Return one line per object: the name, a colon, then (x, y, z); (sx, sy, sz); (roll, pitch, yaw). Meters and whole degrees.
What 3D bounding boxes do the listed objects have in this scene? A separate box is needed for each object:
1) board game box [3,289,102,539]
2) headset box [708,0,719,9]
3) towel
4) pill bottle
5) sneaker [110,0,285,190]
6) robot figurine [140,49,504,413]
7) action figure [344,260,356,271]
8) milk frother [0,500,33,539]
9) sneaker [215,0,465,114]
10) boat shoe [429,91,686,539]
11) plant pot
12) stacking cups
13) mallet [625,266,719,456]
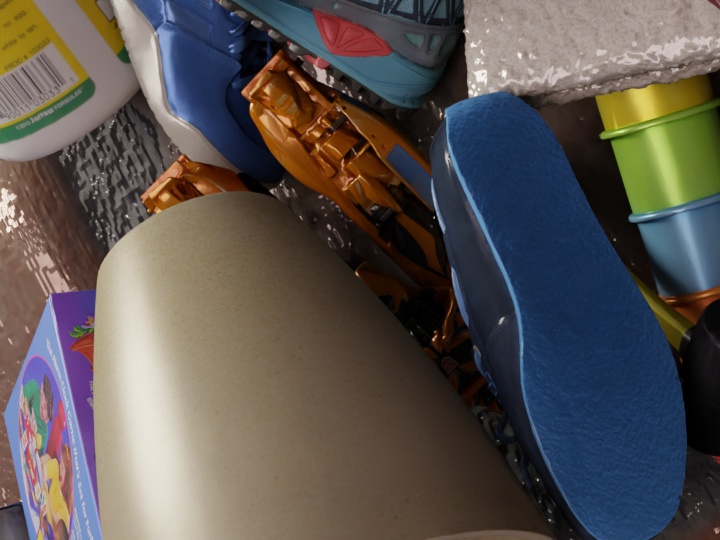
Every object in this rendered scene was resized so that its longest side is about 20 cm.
board game box: (-0.129, 0.129, 1.085); (0.135, 0.045, 0.200); (121, 138, -54)
headset box: (0.149, -0.199, 0.862); (0.149, 0.077, 0.200); (-48, 60, 4)
towel: (0.134, -0.143, 0.914); (0.200, 0.034, 0.133); (-11, 68, 23)
pill bottle: (-0.196, -0.162, 1.071); (0.113, 0.113, 0.200); (-16, 123, 34)
sneaker: (-0.060, -0.141, 1.058); (0.111, 0.077, 0.200); (-21, 95, 28)
robot figurine: (0.000, 0.000, 1.022); (0.200, 0.058, 0.145); (43, 100, -6)
action figure: (-0.080, 0.063, 1.117); (0.130, 0.069, 0.200); (42, 114, 35)
milk frother: (-0.222, 0.250, 1.158); (0.181, 0.200, 0.188); (-44, 61, 43)
sneaker: (-0.029, -0.157, 0.988); (0.096, 0.200, 0.079); (-55, 35, 6)
boat shoe: (0.084, 0.023, 0.908); (0.069, 0.084, 0.200); (124, 134, -67)
plant pot: (-0.038, 0.072, 0.911); (0.187, 0.187, 0.200); (-43, 58, 32)
stacking cups: (0.147, -0.011, 0.963); (0.060, 0.060, 0.200); (-12, 94, 34)
mallet: (0.110, 0.008, 0.959); (0.200, 0.041, 0.066); (38, 138, 41)
